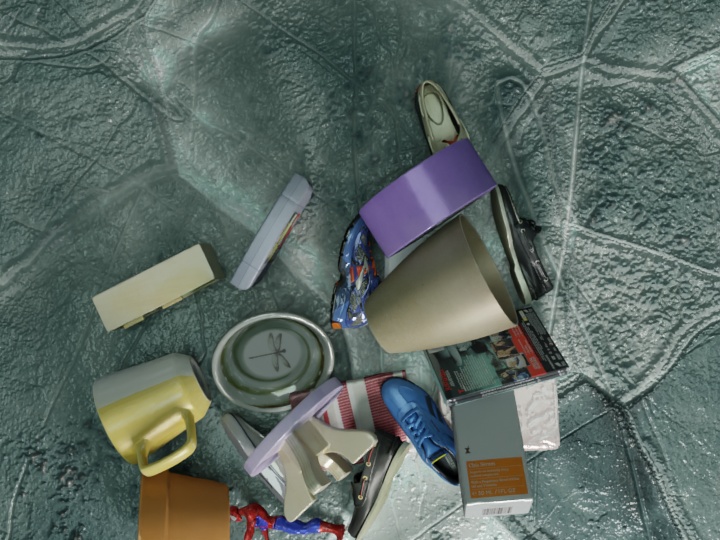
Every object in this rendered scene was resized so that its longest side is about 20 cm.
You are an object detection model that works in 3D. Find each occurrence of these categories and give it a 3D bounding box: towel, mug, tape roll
[{"bbox_3d":[0.224,0.204,1.229,0.197,0.032,0.194,-3,91,5],"label":"towel"},{"bbox_3d":[-0.320,0.226,1.203,0.152,0.150,0.188,-26,77,-6],"label":"mug"},{"bbox_3d":[-0.008,0.250,1.234,0.197,0.023,0.146,-12,102,2],"label":"towel"},{"bbox_3d":[0.101,-0.107,1.122,0.199,0.200,0.086,-33,89,3],"label":"tape roll"}]

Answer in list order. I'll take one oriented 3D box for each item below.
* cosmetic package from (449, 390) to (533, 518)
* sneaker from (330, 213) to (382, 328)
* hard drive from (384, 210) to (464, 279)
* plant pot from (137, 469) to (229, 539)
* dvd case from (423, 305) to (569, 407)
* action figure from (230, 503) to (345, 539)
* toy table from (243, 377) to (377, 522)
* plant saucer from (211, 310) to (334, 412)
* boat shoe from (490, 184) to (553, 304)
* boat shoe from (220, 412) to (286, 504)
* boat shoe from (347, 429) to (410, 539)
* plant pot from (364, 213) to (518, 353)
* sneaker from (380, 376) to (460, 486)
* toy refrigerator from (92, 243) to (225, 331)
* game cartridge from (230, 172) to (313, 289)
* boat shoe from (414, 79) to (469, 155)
[{"bbox_3d":[0.194,0.263,1.133,0.100,0.072,0.202,-6,57,2],"label":"cosmetic package"},{"bbox_3d":[0.000,0.000,1.225,0.077,0.075,0.203,9,99,-6],"label":"sneaker"},{"bbox_3d":[0.105,-0.014,1.235,0.130,0.025,0.203,1,91,3],"label":"hard drive"},{"bbox_3d":[-0.282,0.415,1.187,0.138,0.200,0.203,2,91,-13],"label":"plant pot"},{"bbox_3d":[0.207,0.132,1.172,0.197,0.147,0.022,-13,130,-7],"label":"dvd case"},{"bbox_3d":[-0.132,0.447,1.232,0.197,0.065,0.100,15,79,2],"label":"action figure"},{"bbox_3d":[-0.074,0.277,1.143,0.117,0.183,0.200,47,106,14],"label":"toy table"},{"bbox_3d":[-0.143,0.140,1.214,0.197,0.050,0.202,-6,121,-9],"label":"plant saucer"},{"bbox_3d":[0.265,-0.049,1.204,0.065,0.075,0.202,-18,91,1],"label":"boat shoe"},{"bbox_3d":[-0.149,0.307,1.239,0.070,0.071,0.200,-40,85,-25],"label":"boat shoe"},{"bbox_3d":[0.018,0.351,1.215,0.063,0.074,0.204,25,110,16],"label":"boat shoe"},{"bbox_3d":[0.112,0.044,1.147,0.199,0.187,0.189,-29,89,17],"label":"plant pot"},{"bbox_3d":[0.104,0.255,1.183,0.066,0.078,0.201,-38,92,10],"label":"sneaker"},{"bbox_3d":[-0.330,0.030,1.232,0.198,0.076,0.071,-26,90,2],"label":"toy refrigerator"},{"bbox_3d":[-0.139,-0.060,1.193,0.041,0.133,0.201,31,93,2],"label":"game cartridge"},{"bbox_3d":[0.144,-0.215,1.213,0.070,0.063,0.202,-24,91,1],"label":"boat shoe"}]
